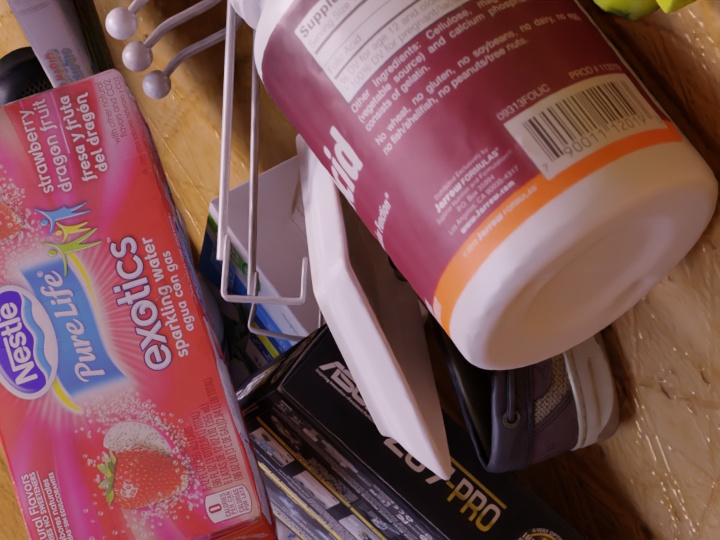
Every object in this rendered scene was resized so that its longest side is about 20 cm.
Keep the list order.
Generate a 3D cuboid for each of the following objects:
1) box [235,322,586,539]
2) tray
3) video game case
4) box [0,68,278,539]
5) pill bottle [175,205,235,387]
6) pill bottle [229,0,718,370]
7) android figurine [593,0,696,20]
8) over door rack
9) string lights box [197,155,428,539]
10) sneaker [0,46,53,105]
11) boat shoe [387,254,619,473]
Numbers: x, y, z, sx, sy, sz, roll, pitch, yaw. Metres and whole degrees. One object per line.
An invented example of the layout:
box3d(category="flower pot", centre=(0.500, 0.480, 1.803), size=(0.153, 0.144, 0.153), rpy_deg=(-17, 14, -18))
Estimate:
box3d(category="box", centre=(0.029, 0.115, 1.307), size=(0.200, 0.049, 0.161), rpy_deg=(41, 159, -4))
box3d(category="tray", centre=(0.000, 0.000, 1.210), size=(0.200, 0.022, 0.107), rpy_deg=(-99, -14, -64))
box3d(category="video game case", centre=(-0.155, -0.157, 1.399), size=(0.182, 0.023, 0.200), rpy_deg=(67, -178, -59))
box3d(category="box", centre=(-0.109, 0.031, 1.235), size=(0.100, 0.095, 0.200), rpy_deg=(78, 174, -78))
box3d(category="pill bottle", centre=(-0.115, 0.063, 1.412), size=(0.114, 0.114, 0.200), rpy_deg=(40, 149, 44))
box3d(category="pill bottle", centre=(0.032, -0.072, 1.108), size=(0.200, 0.114, 0.114), rpy_deg=(54, 156, 22))
box3d(category="android figurine", centre=(0.096, -0.167, 0.963), size=(0.182, 0.041, 0.200), rpy_deg=(56, 157, 17))
box3d(category="over door rack", centre=(-0.064, -0.070, 1.263), size=(0.148, 0.067, 0.200), rpy_deg=(68, -168, -83))
box3d(category="string lights box", centre=(-0.032, 0.043, 1.439), size=(0.103, 0.059, 0.200), rpy_deg=(53, 155, 21))
box3d(category="sneaker", centre=(-0.136, -0.025, 1.574), size=(0.114, 0.076, 0.200), rpy_deg=(33, 146, 48))
box3d(category="boat shoe", centre=(0.044, -0.011, 1.210), size=(0.072, 0.065, 0.200), rpy_deg=(5, 119, 64))
